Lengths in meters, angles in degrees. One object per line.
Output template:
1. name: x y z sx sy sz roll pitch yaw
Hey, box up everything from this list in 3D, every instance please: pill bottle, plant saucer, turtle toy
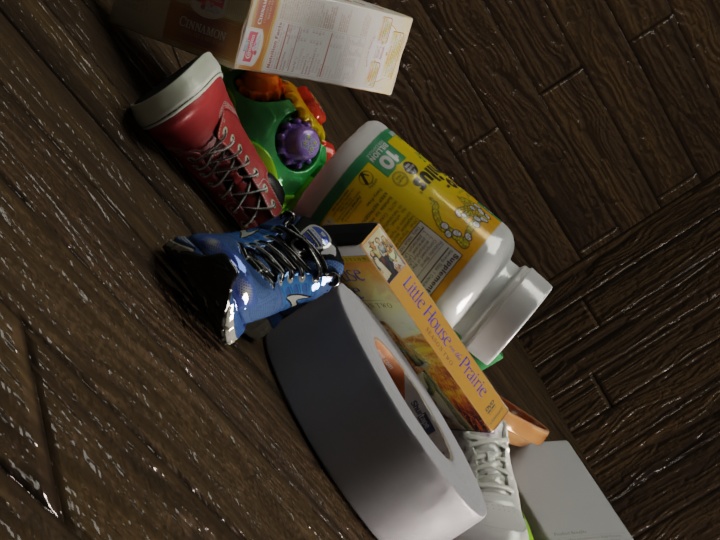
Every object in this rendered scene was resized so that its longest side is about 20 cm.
1. pill bottle: 0.052 -0.019 1.328 0.200 0.113 0.113 40 5 4
2. plant saucer: 0.093 0.118 1.615 0.200 0.032 0.200 31 1 0
3. turtle toy: -0.068 -0.101 1.437 0.200 0.101 0.146 58 6 9

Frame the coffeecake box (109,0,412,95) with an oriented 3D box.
1. coffeecake box: -0.081 -0.210 1.373 0.153 0.073 0.200 25 14 37

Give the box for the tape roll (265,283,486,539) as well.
1. tape roll: 0.012 0.110 1.190 0.201 0.066 0.200 57 7 -10

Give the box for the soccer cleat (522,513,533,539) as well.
1. soccer cleat: 0.104 0.189 1.481 0.200 0.067 0.081 61 -2 1

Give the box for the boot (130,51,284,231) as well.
1. boot: -0.104 -0.085 1.246 0.145 0.072 0.200 59 3 -3

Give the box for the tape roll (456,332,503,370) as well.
1. tape roll: 0.084 0.019 1.770 0.201 0.048 0.200 58 6 -9

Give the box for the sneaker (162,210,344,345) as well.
1. sneaker: -0.064 -0.006 1.061 0.079 0.089 0.200 57 6 4

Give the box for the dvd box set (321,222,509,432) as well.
1. dvd box set: 0.015 0.047 1.314 0.146 0.029 0.200 -1 -49 51

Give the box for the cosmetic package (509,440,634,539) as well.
1. cosmetic package: 0.195 0.259 1.596 0.101 0.074 0.200 2 36 -28

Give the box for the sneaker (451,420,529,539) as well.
1. sneaker: 0.088 0.162 1.337 0.075 0.100 0.200 9 19 -19
